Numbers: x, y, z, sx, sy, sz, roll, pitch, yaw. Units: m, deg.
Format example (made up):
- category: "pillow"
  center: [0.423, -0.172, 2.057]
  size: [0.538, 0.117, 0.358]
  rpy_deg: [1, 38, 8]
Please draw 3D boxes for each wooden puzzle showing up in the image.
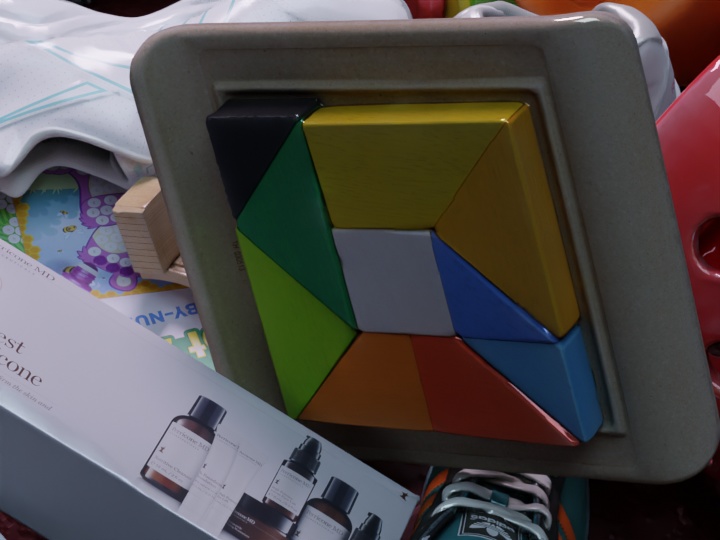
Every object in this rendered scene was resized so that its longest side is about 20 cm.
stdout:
- category: "wooden puzzle"
  center: [0.020, -0.003, 1.015]
  size: [0.199, 0.186, 0.037]
  rpy_deg: [-1, 28, 29]

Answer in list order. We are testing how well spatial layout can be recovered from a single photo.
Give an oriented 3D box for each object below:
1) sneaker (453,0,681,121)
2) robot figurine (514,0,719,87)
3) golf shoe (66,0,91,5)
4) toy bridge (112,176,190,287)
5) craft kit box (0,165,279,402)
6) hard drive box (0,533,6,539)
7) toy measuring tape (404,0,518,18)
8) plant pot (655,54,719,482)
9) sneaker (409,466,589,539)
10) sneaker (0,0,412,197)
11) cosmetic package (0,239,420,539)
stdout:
- category: "sneaker"
  center: [0.033, -0.065, 1.116]
  size: [0.199, 0.100, 0.078]
  rpy_deg: [-17, 51, -1]
- category: "robot figurine"
  center: [0.134, -0.141, 1.209]
  size: [0.143, 0.200, 0.117]
  rpy_deg: [12, 90, 31]
- category: "golf shoe"
  center: [-0.154, -0.148, 1.234]
  size: [0.094, 0.078, 0.200]
  rpy_deg: [10, 31, 45]
- category: "toy bridge"
  center: [0.000, 0.000, 1.076]
  size: [0.199, 0.067, 0.027]
  rpy_deg: [3, 36, 30]
- category: "craft kit box"
  center: [-0.066, -0.016, 1.167]
  size: [0.199, 0.049, 0.198]
  rpy_deg: [-14, 60, -17]
- category: "hard drive box"
  center: [-0.232, 0.144, 1.006]
  size: [0.200, 0.077, 0.156]
  rpy_deg: [-35, 65, -28]
- category: "toy measuring tape"
  center: [0.063, -0.107, 1.233]
  size: [0.073, 0.074, 0.200]
  rpy_deg: [-17, 58, -19]
- category: "plant pot"
  center: [0.197, 0.010, 1.094]
  size: [0.182, 0.201, 0.200]
  rpy_deg: [44, 60, 12]
- category: "sneaker"
  center: [0.052, 0.109, 1.066]
  size: [0.071, 0.080, 0.201]
  rpy_deg: [13, 53, 3]
- category: "sneaker"
  center: [-0.073, -0.073, 1.147]
  size: [0.199, 0.071, 0.081]
  rpy_deg: [-9, 63, -6]
- category: "cosmetic package"
  center: [-0.081, 0.069, 1.038]
  size: [0.200, 0.051, 0.083]
  rpy_deg: [31, 35, -2]
